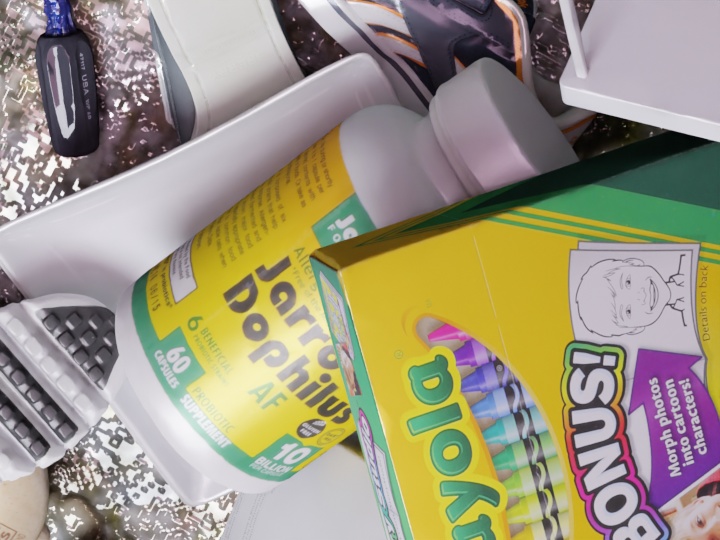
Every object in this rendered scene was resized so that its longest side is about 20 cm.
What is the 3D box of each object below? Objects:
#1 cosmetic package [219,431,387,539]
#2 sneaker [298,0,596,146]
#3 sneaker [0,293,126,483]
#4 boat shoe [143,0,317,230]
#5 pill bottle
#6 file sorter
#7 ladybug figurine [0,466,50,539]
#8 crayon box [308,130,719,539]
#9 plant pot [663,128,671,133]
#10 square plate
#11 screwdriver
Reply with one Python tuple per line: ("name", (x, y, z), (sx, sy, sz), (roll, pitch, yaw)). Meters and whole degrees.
("cosmetic package", (0.005, 0.140, 1.056), (0.081, 0.200, 0.114), (22, 93, -24))
("sneaker", (0.029, -0.123, 1.067), (0.079, 0.079, 0.200), (-36, 111, 18))
("sneaker", (-0.193, 0.079, 1.076), (0.199, 0.081, 0.075), (-37, 96, -8))
("boat shoe", (-0.058, -0.088, 1.092), (0.072, 0.062, 0.201), (-16, 125, -1))
("pill bottle", (0.000, 0.000, 1.018), (0.199, 0.113, 0.113), (-36, 100, 19))
("file sorter", (0.167, -0.161, 0.883), (0.138, 0.125, 0.201), (16, 65, 21))
("ladybug figurine", (-0.234, 0.075, 1.150), (0.200, 0.072, 0.136), (39, 105, -6))
("crayon box", (0.089, 0.064, 0.937), (0.171, 0.058, 0.202), (-19, 102, -15))
("plant pot", (0.229, -0.039, 1.022), (0.176, 0.200, 0.202), (-2, 107, 16))
("square plate", (-0.042, 0.006, 1.106), (0.199, 0.029, 0.199), (-25, 126, 11))
("screwdriver", (-0.149, -0.150, 1.098), (0.029, 0.028, 0.202), (-17, 109, -20))
